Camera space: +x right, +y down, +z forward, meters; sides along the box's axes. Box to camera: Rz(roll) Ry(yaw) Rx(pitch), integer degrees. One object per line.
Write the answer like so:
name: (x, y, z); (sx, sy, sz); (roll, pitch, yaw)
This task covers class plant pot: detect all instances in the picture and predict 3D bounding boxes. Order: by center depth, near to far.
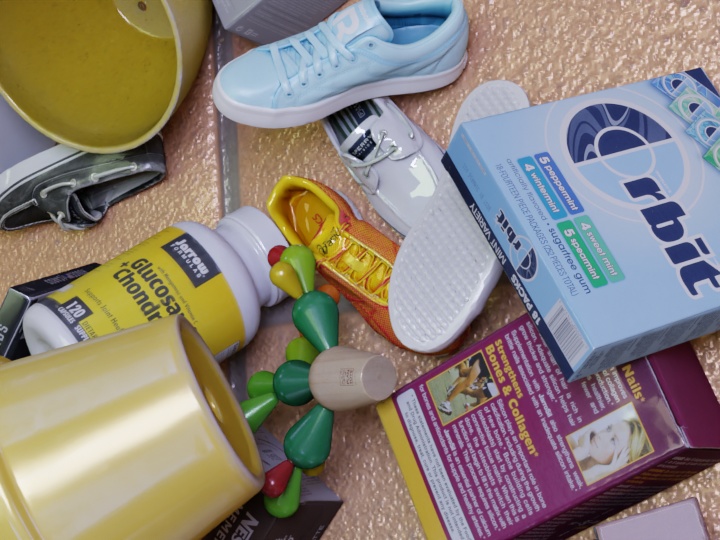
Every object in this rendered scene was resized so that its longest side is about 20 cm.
plant pot: (-0.173, 0.128, 0.935); (0.188, 0.201, 0.201); (-27, 68, 1)
plant pot: (-0.201, -0.217, 1.180); (0.199, 0.142, 0.201); (13, 124, 20)

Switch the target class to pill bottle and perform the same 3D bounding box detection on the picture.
pill bottle: (-0.149, 0.031, 1.096); (0.112, 0.200, 0.112); (41, 150, 30)

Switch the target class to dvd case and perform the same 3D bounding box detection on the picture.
dvd case: (-0.274, 0.072, 1.178); (0.025, 0.200, 0.151); (27, 99, 4)

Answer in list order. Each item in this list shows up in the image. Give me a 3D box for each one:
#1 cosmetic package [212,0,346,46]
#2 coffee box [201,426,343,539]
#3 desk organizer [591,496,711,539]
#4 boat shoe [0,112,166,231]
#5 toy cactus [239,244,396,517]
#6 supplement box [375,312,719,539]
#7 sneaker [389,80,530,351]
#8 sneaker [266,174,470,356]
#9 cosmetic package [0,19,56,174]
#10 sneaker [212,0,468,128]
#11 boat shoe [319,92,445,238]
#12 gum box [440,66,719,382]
cosmetic package: (-0.034, -0.278, 1.134); (0.200, 0.090, 0.107); (-31, 68, 22)
coffee box: (-0.127, 0.167, 1.133); (0.200, 0.080, 0.115); (38, 104, 31)
desk organizer: (0.137, 0.216, 0.925); (0.199, 0.072, 0.077); (-18, 69, 8)
boat shoe: (-0.257, -0.071, 1.256); (0.200, 0.071, 0.064); (-25, 69, 26)
toy cactus: (-0.041, 0.073, 1.013); (0.165, 0.102, 0.201); (-9, 65, 54)
supplement box: (0.130, 0.105, 0.962); (0.200, 0.103, 0.131); (-32, 66, 26)
sneaker: (0.086, -0.028, 1.004); (0.074, 0.082, 0.201); (18, 78, 29)
sneaker: (0.000, 0.000, 1.078); (0.200, 0.077, 0.073); (38, 102, 29)
cosmetic package: (-0.335, -0.146, 1.294); (0.081, 0.113, 0.200); (42, 108, 30)
sneaker: (-0.014, -0.167, 1.044); (0.199, 0.082, 0.074); (-17, 58, -15)
boat shoe: (0.011, -0.092, 1.089); (0.074, 0.067, 0.200); (-48, 62, 18)
gum box: (0.177, -0.036, 0.904); (0.170, 0.199, 0.045); (63, 150, 23)
